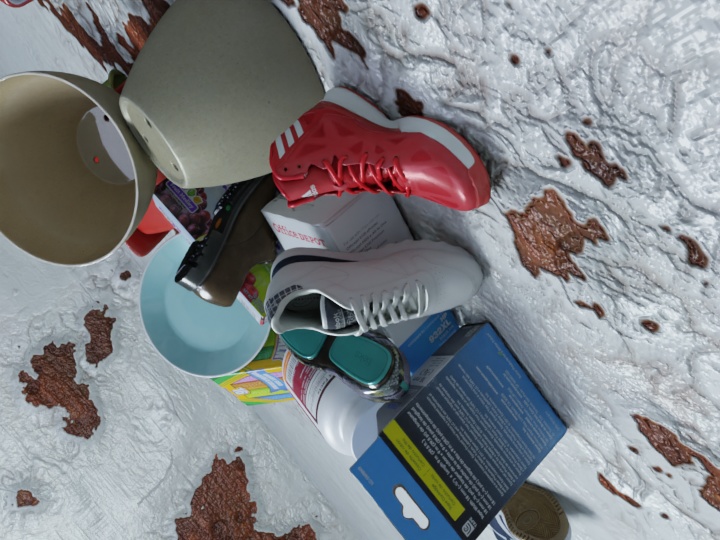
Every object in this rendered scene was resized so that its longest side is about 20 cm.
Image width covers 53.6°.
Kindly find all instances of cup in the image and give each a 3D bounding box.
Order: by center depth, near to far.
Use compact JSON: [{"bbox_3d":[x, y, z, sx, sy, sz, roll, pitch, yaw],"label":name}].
[{"bbox_3d":[-0.148,-0.164,0.697,0.200,0.143,0.201,42,159,20],"label":"cup"}]

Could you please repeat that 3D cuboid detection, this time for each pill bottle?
[{"bbox_3d":[-0.013,0.149,0.857,0.114,0.112,0.200,60,168,-29],"label":"pill bottle"}]

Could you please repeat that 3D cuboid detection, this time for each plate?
[{"bbox_3d":[-0.208,0.044,0.973,0.201,0.200,0.026,47,-168,5],"label":"plate"}]

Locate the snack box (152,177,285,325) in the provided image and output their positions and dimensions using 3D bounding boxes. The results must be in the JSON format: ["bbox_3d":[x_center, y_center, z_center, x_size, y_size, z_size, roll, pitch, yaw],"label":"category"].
[{"bbox_3d":[-0.130,-0.058,0.851,0.200,0.142,0.053,47,162,5],"label":"snack box"}]

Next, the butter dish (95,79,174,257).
[{"bbox_3d":[-0.246,-0.146,0.939,0.146,0.201,0.202,4,136,32],"label":"butter dish"}]

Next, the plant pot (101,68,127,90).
[{"bbox_3d":[-0.404,-0.167,1.073,0.200,0.188,0.203,-25,-90,-88],"label":"plant pot"}]

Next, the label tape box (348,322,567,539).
[{"bbox_3d":[0.090,0.172,0.703,0.145,0.200,0.063,52,160,-8],"label":"label tape box"}]

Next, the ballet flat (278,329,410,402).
[{"bbox_3d":[-0.020,0.081,0.734,0.199,0.072,0.073,28,152,46],"label":"ballet flat"}]

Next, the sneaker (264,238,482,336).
[{"bbox_3d":[0.013,0.024,0.636,0.081,0.196,0.078,-93,-3,-61],"label":"sneaker"}]

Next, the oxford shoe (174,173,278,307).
[{"bbox_3d":[-0.123,-0.049,0.796,0.084,0.202,0.072,36,158,-23],"label":"oxford shoe"}]

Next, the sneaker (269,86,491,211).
[{"bbox_3d":[0.002,-0.073,0.576,0.199,0.115,0.079,31,154,42],"label":"sneaker"}]

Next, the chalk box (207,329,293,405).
[{"bbox_3d":[-0.100,0.106,1.027,0.197,0.127,0.124,-11,148,17],"label":"chalk box"}]

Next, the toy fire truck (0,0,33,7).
[{"bbox_3d":[-0.296,-0.358,0.628,0.112,0.168,0.201,36,157,31],"label":"toy fire truck"}]

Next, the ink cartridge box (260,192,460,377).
[{"bbox_3d":[0.000,0.000,0.761,0.144,0.084,0.202,19,144,56],"label":"ink cartridge box"}]

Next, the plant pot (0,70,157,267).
[{"bbox_3d":[-0.304,-0.123,0.785,0.201,0.199,0.135,53,-157,-11],"label":"plant pot"}]

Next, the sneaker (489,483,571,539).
[{"bbox_3d":[0.219,0.334,0.908,0.109,0.070,0.200,59,166,-12],"label":"sneaker"}]
